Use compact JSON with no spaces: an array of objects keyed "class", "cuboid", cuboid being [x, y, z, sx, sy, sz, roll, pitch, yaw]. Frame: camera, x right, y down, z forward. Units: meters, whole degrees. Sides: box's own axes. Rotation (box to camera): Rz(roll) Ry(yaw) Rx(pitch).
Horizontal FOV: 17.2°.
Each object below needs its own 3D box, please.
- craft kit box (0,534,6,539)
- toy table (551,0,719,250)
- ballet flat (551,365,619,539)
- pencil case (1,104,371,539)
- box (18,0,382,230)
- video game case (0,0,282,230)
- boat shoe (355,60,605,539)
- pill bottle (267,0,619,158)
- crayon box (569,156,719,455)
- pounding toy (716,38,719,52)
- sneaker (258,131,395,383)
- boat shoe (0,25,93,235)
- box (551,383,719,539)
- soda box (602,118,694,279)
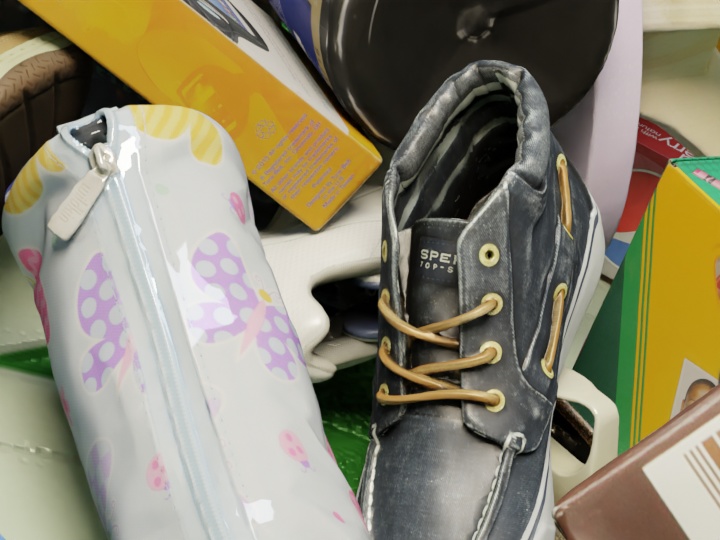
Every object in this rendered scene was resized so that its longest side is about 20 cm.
[{"class":"craft kit box","cuboid":[-0.203,0.087,0.662,0.197,0.049,0.200,-10,42,-47]},{"class":"toy table","cuboid":[0.122,-0.107,0.954,0.117,0.201,0.184,-6,23,-16]},{"class":"ballet flat","cuboid":[0.083,0.084,0.831,0.068,0.067,0.200,-13,45,-46]},{"class":"pencil case","cuboid":[-0.051,0.043,0.743,0.083,0.091,0.200,-13,59,-14]},{"class":"box","cuboid":[-0.087,-0.104,0.840,0.200,0.042,0.119,36,12,-28]},{"class":"video game case","cuboid":[-0.105,-0.113,0.921,0.200,0.023,0.182,29,45,-38]},{"class":"boat shoe","cuboid":[0.029,0.029,0.792,0.071,0.091,0.201,0,55,24]},{"class":"pill bottle","cuboid":[0.013,-0.129,0.914,0.111,0.112,0.200,8,24,-23]},{"class":"crayon box","cuboid":[0.169,0.061,0.872,0.058,0.119,0.200,-5,39,-38]},{"class":"pounding toy","cuboid":[0.194,-0.112,1.104,0.199,0.185,0.142,23,30,2]},{"class":"sneaker","cuboid":[0.000,0.000,0.888,0.087,0.075,0.200,10,30,31]},{"class":"boat shoe","cuboid":[-0.162,-0.034,0.762,0.076,0.072,0.200,25,35,14]},{"class":"box","cuboid":[0.173,0.085,0.674,0.164,0.166,0.200,55,8,9]},{"class":"soda box","cuboid":[0.163,-0.015,1.040,0.200,0.070,0.063,30,31,15]}]
